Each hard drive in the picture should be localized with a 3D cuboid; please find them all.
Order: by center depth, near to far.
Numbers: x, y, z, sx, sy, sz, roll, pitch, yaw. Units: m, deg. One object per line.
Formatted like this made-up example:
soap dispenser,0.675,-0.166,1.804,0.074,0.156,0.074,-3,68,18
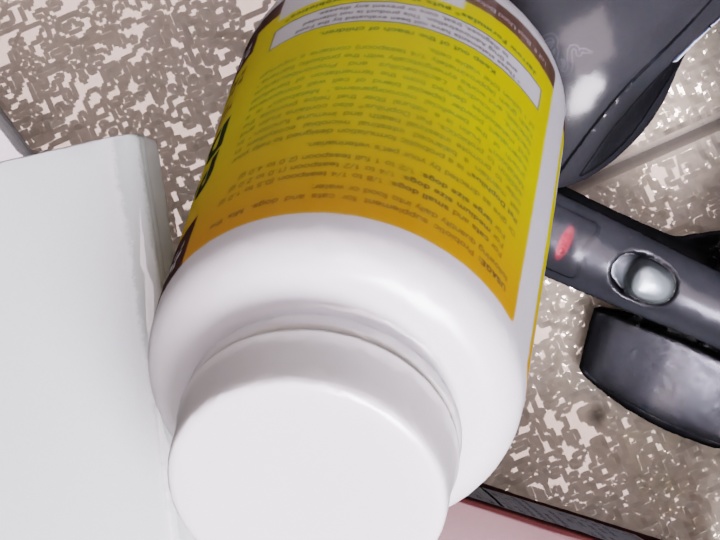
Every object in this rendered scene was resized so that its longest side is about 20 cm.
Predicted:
hard drive,-0.110,0.070,0.800,0.131,0.026,0.201,-12,82,14

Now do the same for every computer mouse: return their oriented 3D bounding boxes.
computer mouse,0.081,-0.135,0.895,0.140,0.046,0.200,42,76,7

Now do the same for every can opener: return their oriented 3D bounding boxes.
can opener,0.072,-0.008,0.908,0.200,0.063,0.079,29,89,-3

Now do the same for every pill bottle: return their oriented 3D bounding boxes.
pill bottle,0.000,0.000,0.785,0.109,0.200,0.110,5,127,7

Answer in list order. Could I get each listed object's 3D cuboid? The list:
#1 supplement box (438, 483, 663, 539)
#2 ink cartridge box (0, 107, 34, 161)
supplement box,0.008,0.165,0.869,0.199,0.133,0.198,18,89,-3
ink cartridge box,-0.233,-0.039,0.879,0.200,0.084,0.176,-37,92,-3
